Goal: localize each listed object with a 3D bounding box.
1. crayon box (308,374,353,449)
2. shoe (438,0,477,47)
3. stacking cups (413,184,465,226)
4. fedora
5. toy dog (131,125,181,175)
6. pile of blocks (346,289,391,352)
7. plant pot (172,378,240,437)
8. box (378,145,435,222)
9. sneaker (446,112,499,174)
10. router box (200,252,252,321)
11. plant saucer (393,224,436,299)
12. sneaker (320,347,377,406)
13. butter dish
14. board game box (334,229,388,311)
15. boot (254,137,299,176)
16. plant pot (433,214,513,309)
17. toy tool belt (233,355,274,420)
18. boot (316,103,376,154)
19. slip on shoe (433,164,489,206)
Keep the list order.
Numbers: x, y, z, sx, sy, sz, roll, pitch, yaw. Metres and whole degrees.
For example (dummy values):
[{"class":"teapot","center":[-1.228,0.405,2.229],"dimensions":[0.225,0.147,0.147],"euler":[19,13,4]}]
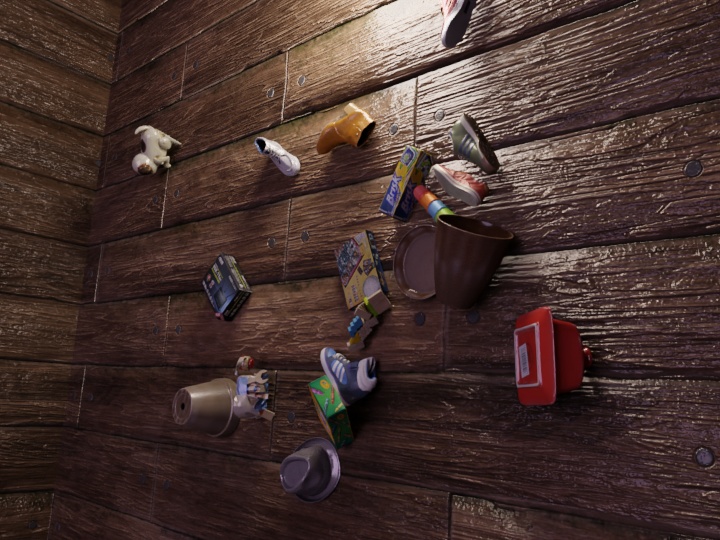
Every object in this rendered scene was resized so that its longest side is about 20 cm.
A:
[{"class":"crayon box","center":[-0.078,0.389,1.754],"dimensions":[0.058,0.200,0.119],"euler":[-26,52,-13]},{"class":"shoe","center":[0.256,-0.718,1.799],"dimensions":[0.091,0.071,0.201],"euler":[25,92,44]},{"class":"stacking cups","center":[0.204,-0.156,1.714],"dimensions":[0.061,0.060,0.200],"euler":[-56,48,17]},{"class":"fedora","center":[-0.160,0.574,1.845],"dimensions":[0.200,0.090,0.177],"euler":[-32,60,33]},{"class":"toy dog","center":[-0.880,-0.493,2.708],"dimensions":[0.139,0.194,0.200],"euler":[30,94,30]},{"class":"pile of blocks","center":[0.008,0.133,1.808],"dimensions":[0.200,0.082,0.062],"euler":[-58,19,12]},{"class":"plant pot","center":[-0.526,0.458,2.155],"dimensions":[0.200,0.173,0.201],"euler":[-12,72,41]},{"class":"box","center":[0.129,-0.240,1.794],"dimensions":[0.064,0.070,0.201],"euler":[30,100,45]},{"class":"sneaker","center":[0.287,-0.310,1.675],"dimensions":[0.090,0.067,0.201],"euler":[-44,53,36]},{"class":"router box","center":[-0.478,0.059,2.284],"dimensions":[0.150,0.062,0.200],"euler":[-51,51,20]},{"class":"plant saucer","center":[0.172,-0.021,1.722],"dimensions":[0.200,0.032,0.201],"euler":[-11,75,44]},{"class":"sneaker","center":[-0.021,0.269,1.812],"dimensions":[0.146,0.081,0.200],"euler":[-38,49,16]},{"class":"butter dish","center":[0.423,0.186,1.378],"dimensions":[0.199,0.147,0.201],"euler":[125,146,-76]},{"class":"board game box","center":[0.000,0.000,1.878],"dimensions":[0.135,0.035,0.201],"euler":[-31,60,33]},{"class":"boot","center":[-0.292,-0.390,2.199],"dimensions":[0.200,0.095,0.074],"euler":[42,108,40]},{"class":"plant pot","center":[0.255,-0.014,1.570],"dimensions":[0.187,0.186,0.201],"euler":[29,114,43]},{"class":"toy tool belt","center":[-0.328,0.375,2.050],"dimensions":[0.122,0.125,0.201],"euler":[0,82,11]},{"class":"boot","center":[-0.047,-0.414,1.996],"dimensions":[0.201,0.071,0.144],"euler":[-50,48,16]},{"class":"slip on shoe","center":[0.261,-0.230,1.683],"dimensions":[0.061,0.074,0.200],"euler":[-37,42,-12]}]
